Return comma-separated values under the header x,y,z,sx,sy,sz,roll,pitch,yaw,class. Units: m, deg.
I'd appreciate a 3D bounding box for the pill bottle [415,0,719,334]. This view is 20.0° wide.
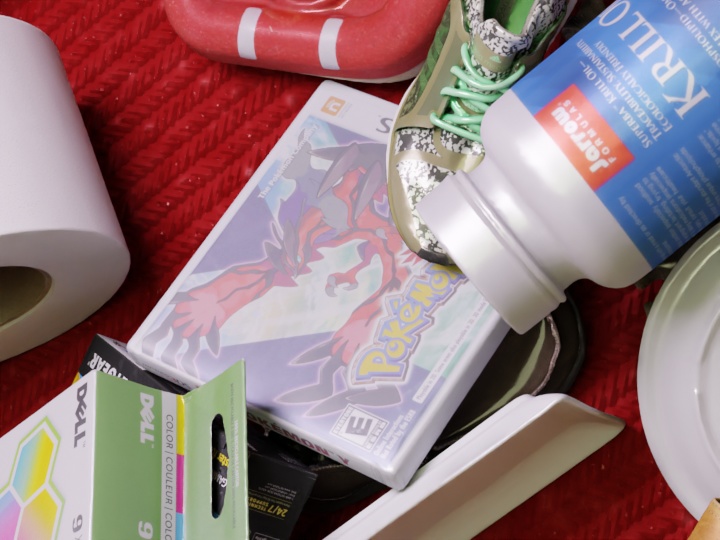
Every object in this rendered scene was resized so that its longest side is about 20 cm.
x,y,z,sx,sy,sz,roll,pitch,yaw,class
0.128,-0.062,0.977,0.200,0.112,0.112,-40,68,5,pill bottle

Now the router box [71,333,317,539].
x,y,z,sx,sy,sz,roll,pitch,yaw,class
-0.117,0.136,1.106,0.200,0.051,0.149,28,94,56,router box

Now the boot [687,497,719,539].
x,y,z,sx,sy,sz,roll,pitch,yaw,class
0.149,0.177,1.009,0.201,0.071,0.144,18,101,14,boot

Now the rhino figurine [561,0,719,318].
x,y,z,sx,sy,sz,roll,pitch,yaw,class
0.159,-0.071,1.062,0.087,0.060,0.200,-21,70,10,rhino figurine

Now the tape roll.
x,y,z,sx,sy,sz,roll,pitch,yaw,class
-0.245,-0.036,1.160,0.202,0.203,0.139,-27,71,18,tape roll

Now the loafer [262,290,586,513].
x,y,z,sx,sy,sz,roll,pitch,yaw,class
0.029,0.072,1.089,0.200,0.071,0.073,-33,69,16,loafer

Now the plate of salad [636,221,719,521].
x,y,z,sx,sy,sz,roll,pitch,yaw,class
0.237,0.055,1.008,0.199,0.048,0.201,3,101,14,plate of salad

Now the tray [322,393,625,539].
x,y,z,sx,sy,sz,roll,pitch,yaw,class
0.039,0.122,1.057,0.200,0.107,0.022,-37,65,14,tray

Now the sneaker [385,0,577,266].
x,y,z,sx,sy,sz,roll,pitch,yaw,class
0.061,-0.102,1.038,0.077,0.089,0.201,16,88,4,sneaker

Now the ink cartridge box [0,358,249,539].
x,y,z,sx,sy,sz,roll,pitch,yaw,class
-0.139,0.121,1.045,0.200,0.059,0.104,-33,47,40,ink cartridge box

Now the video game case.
x,y,z,sx,sy,sz,roll,pitch,yaw,class
0.000,0.000,1.091,0.182,0.023,0.200,22,66,31,video game case

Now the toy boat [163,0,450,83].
x,y,z,sx,sy,sz,roll,pitch,yaw,class
-0.033,-0.180,1.128,0.200,0.131,0.131,9,85,25,toy boat
